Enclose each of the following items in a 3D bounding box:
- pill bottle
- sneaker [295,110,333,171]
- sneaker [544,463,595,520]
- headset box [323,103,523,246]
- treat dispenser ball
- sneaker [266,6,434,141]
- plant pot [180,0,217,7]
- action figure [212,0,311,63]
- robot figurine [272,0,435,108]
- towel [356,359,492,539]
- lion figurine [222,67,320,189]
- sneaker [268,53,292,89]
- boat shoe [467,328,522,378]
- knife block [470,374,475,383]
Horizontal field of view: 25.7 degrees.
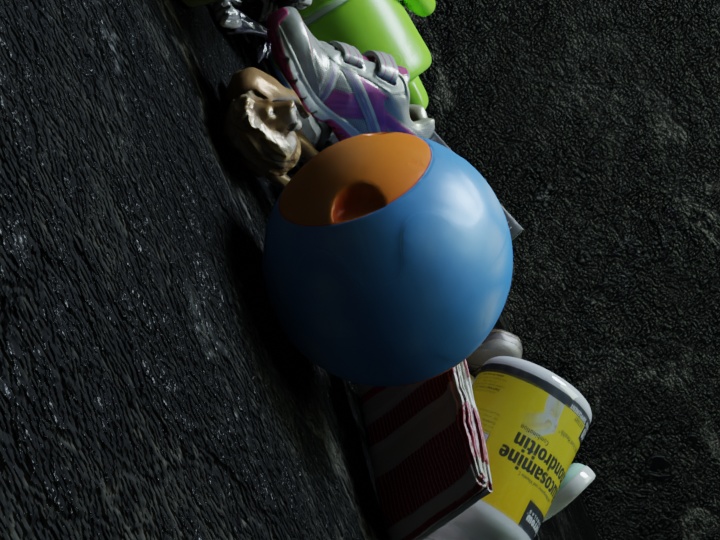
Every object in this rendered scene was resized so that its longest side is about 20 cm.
[{"bbox_3d":[0.116,0.186,1.393,0.201,0.111,0.112,-60,148,-19],"label":"pill bottle"},{"bbox_3d":[-0.043,-0.141,1.607,0.200,0.079,0.074,-53,118,-83],"label":"sneaker"},{"bbox_3d":[0.141,0.205,1.618,0.074,0.200,0.119,-30,93,-48],"label":"sneaker"},{"bbox_3d":[0.043,-0.056,1.532,0.200,0.093,0.174,48,-18,10],"label":"headset box"},{"bbox_3d":[0.021,-0.009,1.251,0.201,0.199,0.202,-22,90,-82],"label":"treat dispenser ball"},{"bbox_3d":[-0.007,-0.164,1.374,0.200,0.088,0.082,47,7,-38],"label":"sneaker"},{"bbox_3d":[-0.090,-0.321,1.373,0.200,0.189,0.202,-23,90,-82],"label":"plant pot"},{"bbox_3d":[-0.089,-0.282,1.537,0.101,0.199,0.120,18,68,-30],"label":"action figure"},{"bbox_3d":[-0.004,-0.242,1.636,0.201,0.175,0.116,58,13,-8],"label":"robot figurine"},{"bbox_3d":[0.046,0.124,1.354,0.023,0.144,0.201,9,54,-33],"label":"towel"},{"bbox_3d":[-0.086,-0.133,1.386,0.122,0.073,0.200,40,8,-30],"label":"lion figurine"},{"bbox_3d":[-0.080,-0.282,1.714,0.074,0.082,0.201,-99,163,-52],"label":"sneaker"},{"bbox_3d":[0.093,0.086,1.577,0.074,0.200,0.074,29,60,-22],"label":"boat shoe"},{"bbox_3d":[0.094,0.132,1.492,0.176,0.198,0.064,103,-20,-47],"label":"knife block"}]
